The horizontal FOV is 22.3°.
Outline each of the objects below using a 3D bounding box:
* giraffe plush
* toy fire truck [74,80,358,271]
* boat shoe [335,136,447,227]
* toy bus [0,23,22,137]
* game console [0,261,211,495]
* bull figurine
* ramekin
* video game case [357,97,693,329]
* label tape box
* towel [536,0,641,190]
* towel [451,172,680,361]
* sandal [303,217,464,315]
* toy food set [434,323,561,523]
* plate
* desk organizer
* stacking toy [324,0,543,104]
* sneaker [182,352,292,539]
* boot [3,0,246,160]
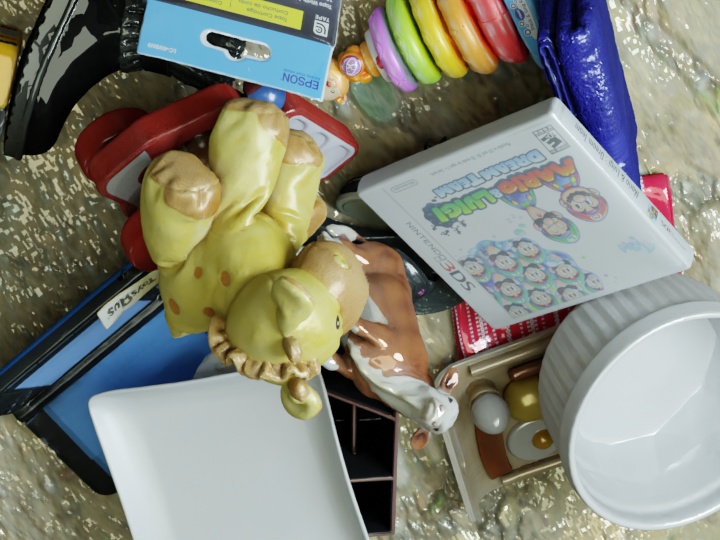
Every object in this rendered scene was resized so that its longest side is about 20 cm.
[{"bbox_3d":[-0.067,0.006,1.277,0.201,0.162,0.173,-51,145,-2],"label":"giraffe plush"},{"bbox_3d":[-0.107,-0.081,1.381,0.167,0.113,0.200,-38,152,13],"label":"toy fire truck"},{"bbox_3d":[0.078,-0.076,1.472,0.197,0.074,0.067,-3,71,19],"label":"boat shoe"},{"bbox_3d":[-0.314,-0.090,1.412,0.064,0.078,0.202,12,108,-12],"label":"toy bus"},{"bbox_3d":[-0.191,0.090,1.478,0.200,0.171,0.119,-39,83,7],"label":"game console"},{"bbox_3d":[0.008,0.045,1.376,0.121,0.201,0.065,28,118,-33],"label":"bull figurine"},{"bbox_3d":[0.237,0.097,1.466,0.198,0.105,0.202,-9,120,-15],"label":"ramekin"},{"bbox_3d":[0.125,-0.038,1.404,0.199,0.024,0.182,-20,127,40],"label":"video game case"},{"bbox_3d":[-0.084,-0.224,1.346,0.142,0.066,0.202,12,73,-12],"label":"label tape box"},{"bbox_3d":[0.174,-0.143,1.397,0.049,0.149,0.201,-11,131,13],"label":"towel"},{"bbox_3d":[0.172,0.001,1.538,0.198,0.023,0.146,-10,110,-3],"label":"towel"},{"bbox_3d":[-0.001,0.001,1.493,0.198,0.048,0.076,13,123,-8],"label":"sandal"},{"bbox_3d":[0.168,0.125,1.546,0.198,0.061,0.145,-19,123,0],"label":"toy food set"},{"bbox_3d":[-0.100,0.169,1.474,0.197,0.032,0.202,-10,112,16],"label":"plate"},{"bbox_3d":[-0.006,0.123,1.500,0.071,0.077,0.202,-4,127,-6],"label":"desk organizer"},{"bbox_3d":[0.045,-0.183,1.423,0.198,0.110,0.117,-23,114,13],"label":"stacking toy"},{"bbox_3d":[-0.094,0.150,1.526,0.075,0.081,0.202,-5,114,15],"label":"sneaker"},{"bbox_3d":[-0.175,-0.158,1.404,0.156,0.080,0.213,23,105,-14],"label":"boot"}]
